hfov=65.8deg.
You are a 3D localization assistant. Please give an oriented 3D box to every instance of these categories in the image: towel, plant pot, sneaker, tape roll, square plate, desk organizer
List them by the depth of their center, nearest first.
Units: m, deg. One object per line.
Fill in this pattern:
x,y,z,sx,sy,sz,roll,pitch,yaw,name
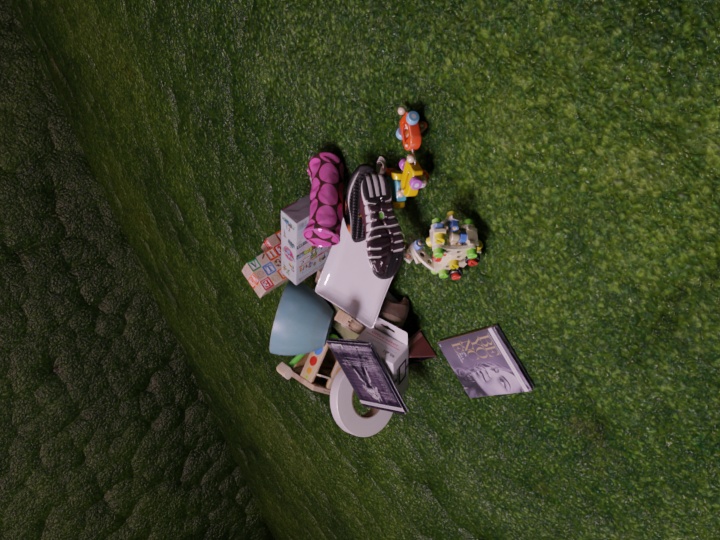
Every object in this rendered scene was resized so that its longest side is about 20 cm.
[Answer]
0.036,-0.085,1.104,0.115,0.074,0.204,177,88,-81,sneaker
-0.012,-0.157,1.201,0.090,0.069,0.202,57,156,36,sneaker
0.000,0.000,1.281,0.197,0.028,0.203,30,102,35,square plate
0.026,0.079,1.325,0.198,0.076,0.071,17,157,27,sneaker
0.095,0.215,1.376,0.078,0.071,0.200,55,148,-1,desk organizer
-0.145,0.137,1.462,0.133,0.202,0.202,16,139,1,plant pot
0.010,0.333,1.470,0.037,0.202,0.205,-3,115,54,tape roll
-0.045,0.134,1.510,0.200,0.036,0.149,46,155,21,towel

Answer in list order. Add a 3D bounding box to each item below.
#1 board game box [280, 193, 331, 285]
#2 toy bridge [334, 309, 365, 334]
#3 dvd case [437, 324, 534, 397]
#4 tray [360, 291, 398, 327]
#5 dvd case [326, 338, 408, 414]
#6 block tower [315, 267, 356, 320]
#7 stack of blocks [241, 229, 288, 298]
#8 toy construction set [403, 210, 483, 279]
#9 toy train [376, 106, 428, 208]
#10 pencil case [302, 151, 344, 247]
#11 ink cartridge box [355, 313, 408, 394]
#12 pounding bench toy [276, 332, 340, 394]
-0.121,-0.083,1.344,0.064,0.147,0.202,36,141,27,board game box
-0.020,0.129,1.324,0.067,0.027,0.200,31,173,8,toy bridge
0.261,0.200,1.190,0.150,0.016,0.199,59,147,-1,dvd case
0.002,0.056,1.374,0.200,0.022,0.108,44,103,20,tray
0.015,0.241,1.276,0.147,0.016,0.202,-4,120,48,dvd case
-0.031,0.067,1.436,0.200,0.054,0.058,45,146,18,block tower
-0.211,-0.033,1.457,0.116,0.199,0.059,54,148,3,stack of blocks
0.150,-0.039,1.041,0.200,0.129,0.094,155,120,-66,toy construction set
0.089,-0.206,1.054,0.200,0.055,0.153,129,132,-67,toy train
-0.082,-0.150,1.207,0.092,0.203,0.091,-11,151,26,pencil case
0.049,0.208,1.295,0.115,0.068,0.202,25,140,28,ink cartridge box
-0.125,0.239,1.549,0.123,0.158,0.199,22,176,42,pounding bench toy
